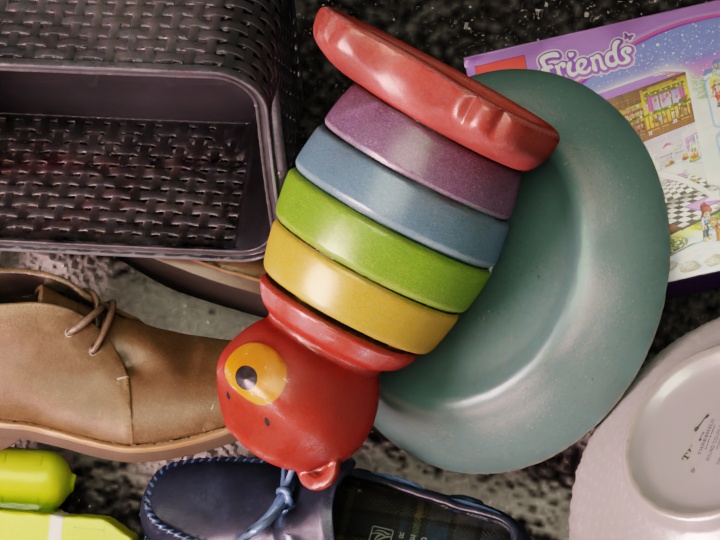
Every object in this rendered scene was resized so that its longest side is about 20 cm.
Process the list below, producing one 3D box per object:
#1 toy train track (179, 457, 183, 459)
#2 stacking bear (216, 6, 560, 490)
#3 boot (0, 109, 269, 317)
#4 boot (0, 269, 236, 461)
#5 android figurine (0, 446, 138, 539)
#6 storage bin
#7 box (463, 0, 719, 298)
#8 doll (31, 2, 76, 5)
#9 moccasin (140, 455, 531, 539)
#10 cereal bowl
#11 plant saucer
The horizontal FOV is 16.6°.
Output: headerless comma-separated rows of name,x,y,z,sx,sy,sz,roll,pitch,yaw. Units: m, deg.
toy train track,-0.179,0.056,1.273,0.198,0.033,0.116,18,74,7
stacking bear,0.000,0.000,1.143,0.121,0.114,0.201,32,98,28
boot,-0.105,-0.035,1.260,0.199,0.074,0.076,24,76,17
boot,-0.128,0.043,1.206,0.198,0.074,0.076,1,120,1
android figurine,-0.180,0.178,1.225,0.198,0.041,0.184,3,87,-1
storage bin,-0.132,-0.085,1.182,0.198,0.136,0.094,2,52,6
box,0.161,-0.059,1.232,0.198,0.039,0.138,-12,76,8
doll,-0.157,-0.150,1.268,0.199,0.136,0.049,7,105,27
moccasin,-0.011,0.116,1.203,0.198,0.068,0.081,4,62,7
cereal bowl,0.178,0.093,1.125,0.199,0.083,0.201,-23,42,22
plant saucer,0.055,-0.004,1.198,0.199,0.036,0.202,-9,75,35
